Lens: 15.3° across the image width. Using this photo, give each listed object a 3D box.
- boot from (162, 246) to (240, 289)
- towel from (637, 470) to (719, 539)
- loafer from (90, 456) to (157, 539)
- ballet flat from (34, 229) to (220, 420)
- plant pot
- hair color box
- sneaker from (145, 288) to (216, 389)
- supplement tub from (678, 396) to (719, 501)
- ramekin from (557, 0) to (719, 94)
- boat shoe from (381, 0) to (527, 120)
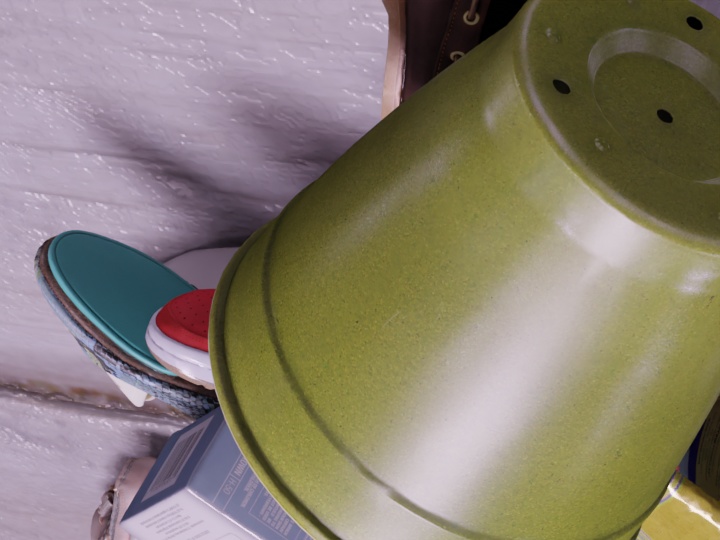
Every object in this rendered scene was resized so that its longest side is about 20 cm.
[{"bbox_3d":[-0.046,0.035,1.400,0.199,0.073,0.090,-14,125,40],"label":"boot"},{"bbox_3d":[0.090,0.101,1.185,0.200,0.023,0.144,35,153,-6],"label":"towel"},{"bbox_3d":[-0.144,0.174,1.649,0.063,0.072,0.200,22,149,14],"label":"loafer"},{"bbox_3d":[-0.081,0.053,1.338,0.199,0.074,0.074,31,145,-1],"label":"ballet flat"},{"bbox_3d":[0.072,-0.004,1.021,0.200,0.201,0.193,29,133,-9],"label":"plant pot"},{"bbox_3d":[-0.008,0.147,1.303,0.200,0.061,0.099,36,154,-11],"label":"hair color box"},{"bbox_3d":[0.000,0.000,1.268,0.199,0.071,0.113,0,126,-28],"label":"sneaker"},{"bbox_3d":[0.245,0.103,1.194,0.145,0.146,0.200,42,177,-24],"label":"supplement tub"},{"bbox_3d":[0.166,-0.050,1.141,0.199,0.105,0.201,15,144,12],"label":"ramekin"},{"bbox_3d":[0.048,-0.098,1.174,0.070,0.071,0.200,17,145,17],"label":"boat shoe"}]
